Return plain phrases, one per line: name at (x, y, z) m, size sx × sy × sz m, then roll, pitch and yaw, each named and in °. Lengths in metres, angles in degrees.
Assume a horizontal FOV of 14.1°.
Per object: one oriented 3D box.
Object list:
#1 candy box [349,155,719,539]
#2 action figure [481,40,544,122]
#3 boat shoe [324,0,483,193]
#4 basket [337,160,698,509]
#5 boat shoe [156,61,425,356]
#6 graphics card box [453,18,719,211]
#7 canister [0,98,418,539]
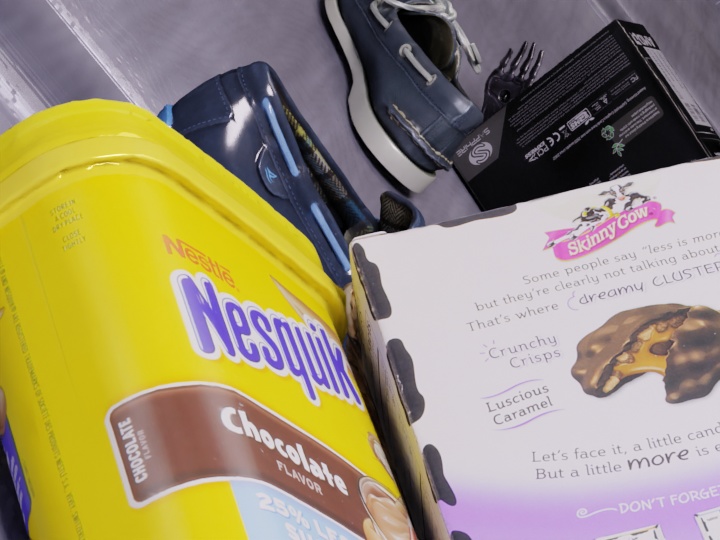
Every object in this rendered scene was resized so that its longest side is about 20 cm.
candy box at (0.101, 0.064, 0.895) m, size 0.072 × 0.167 × 0.200 m, roll 84°, pitch -10°, yaw -50°
action figure at (0.152, -0.068, 1.728) m, size 0.119 × 0.102 × 0.200 m, roll 48°, pitch 12°, yaw 30°
boat shoe at (0.025, -0.114, 1.512) m, size 0.075 × 0.062 × 0.200 m, roll 45°, pitch 16°, yaw -22°
basket at (0.093, 0.090, 1.019) m, size 0.143 × 0.148 × 0.200 m, roll 79°, pitch -10°, yaw -49°
boat shoe at (0.000, 0.000, 1.165) m, size 0.200 × 0.069 × 0.084 m, roll 44°, pitch 17°, yaw -31°
graphics card box at (0.151, -0.019, 1.559) m, size 0.200 × 0.125 × 0.051 m, roll 56°, pitch 21°, yaw 13°
canister at (-0.043, 0.065, 0.859) m, size 0.148 × 0.086 × 0.200 m, roll 39°, pitch 22°, yaw -47°
